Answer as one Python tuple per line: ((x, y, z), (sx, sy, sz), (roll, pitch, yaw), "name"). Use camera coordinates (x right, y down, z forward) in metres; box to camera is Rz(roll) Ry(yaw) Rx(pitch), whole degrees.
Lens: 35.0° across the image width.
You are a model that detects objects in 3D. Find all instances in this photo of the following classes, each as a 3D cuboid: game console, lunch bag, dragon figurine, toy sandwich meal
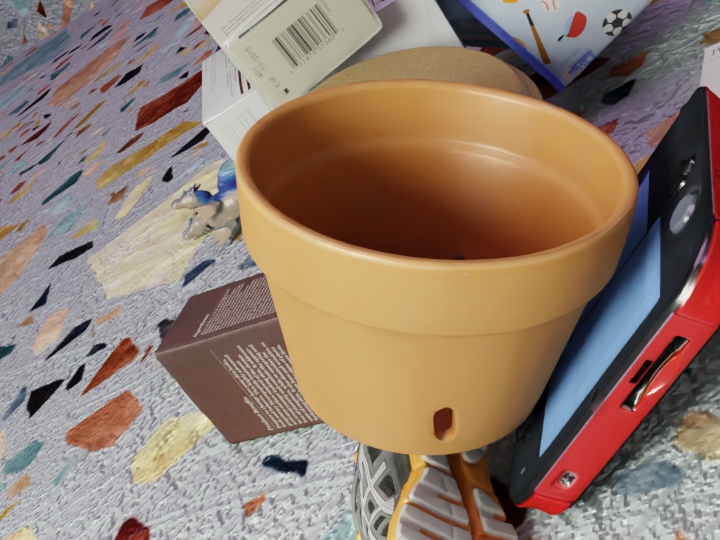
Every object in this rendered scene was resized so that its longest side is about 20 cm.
((0.136, 0.017, 0.609), (0.177, 0.031, 0.200), (-76, 12, -52), "game console")
((0.139, -0.276, 0.899), (0.170, 0.200, 0.124), (-47, 23, 22), "lunch bag")
((-0.119, -0.086, 1.191), (0.200, 0.059, 0.099), (-31, 26, 15), "dragon figurine")
((0.041, -0.079, 0.769), (0.205, 0.070, 0.205), (-11, 39, 9), "toy sandwich meal")

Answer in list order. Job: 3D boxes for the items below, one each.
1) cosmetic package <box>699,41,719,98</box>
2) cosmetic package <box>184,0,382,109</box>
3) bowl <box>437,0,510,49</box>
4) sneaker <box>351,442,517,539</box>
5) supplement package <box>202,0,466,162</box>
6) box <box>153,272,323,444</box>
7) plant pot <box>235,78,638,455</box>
((0.259, -0.073, 0.664), (0.113, 0.081, 0.200), (-22, 30, 33), "cosmetic package")
((-0.074, -0.210, 0.868), (0.105, 0.071, 0.200), (-40, 37, 1), "cosmetic package")
((0.135, -0.262, 1.062), (0.201, 0.105, 0.201), (3, 8, 0), "bowl")
((0.033, 0.141, 0.613), (0.077, 0.078, 0.200), (-50, 19, 28), "sneaker")
((0.004, -0.133, 0.954), (0.200, 0.191, 0.147), (-31, 30, 11), "supplement package")
((-0.037, 0.051, 0.808), (0.200, 0.100, 0.075), (-18, 31, 33), "box")
((0.036, 0.002, 0.606), (0.200, 0.140, 0.200), (1, 33, -1), "plant pot")
